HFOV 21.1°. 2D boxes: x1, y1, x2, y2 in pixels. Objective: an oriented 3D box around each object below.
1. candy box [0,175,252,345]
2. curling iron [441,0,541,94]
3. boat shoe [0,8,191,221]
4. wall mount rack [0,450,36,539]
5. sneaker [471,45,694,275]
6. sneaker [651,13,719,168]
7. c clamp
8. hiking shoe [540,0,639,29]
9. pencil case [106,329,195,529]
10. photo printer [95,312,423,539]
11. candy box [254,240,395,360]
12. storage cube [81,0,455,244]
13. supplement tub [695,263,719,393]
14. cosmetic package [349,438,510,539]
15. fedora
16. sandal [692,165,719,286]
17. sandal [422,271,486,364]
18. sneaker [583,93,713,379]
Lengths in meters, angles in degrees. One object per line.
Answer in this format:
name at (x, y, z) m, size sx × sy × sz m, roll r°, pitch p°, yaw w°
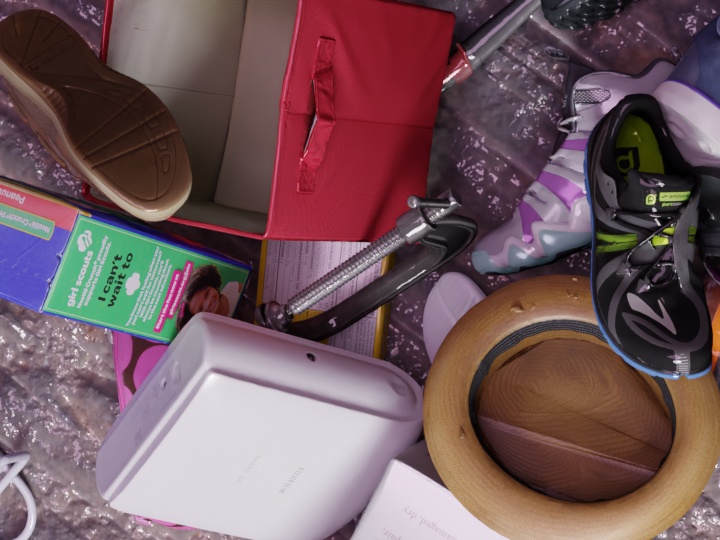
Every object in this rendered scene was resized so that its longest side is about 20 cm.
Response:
candy box at (-0.202, -0.011, 1.326) m, size 0.168 × 0.200 × 0.078 m, roll 20°, pitch 92°, yaw 33°
curling iron at (0.067, -0.159, 1.406) m, size 0.199 × 0.026 × 0.050 m, roll -34°, pitch 84°, yaw 16°
boat shoe at (-0.176, -0.095, 1.290) m, size 0.071 × 0.065 × 0.200 m, roll -28°, pitch 57°, yaw -22°
wall mount rack at (-0.361, 0.166, 1.538) m, size 0.200 × 0.075 × 0.174 m, roll 45°, pitch 105°, yaw 11°
sneaker at (0.150, -0.090, 1.365) m, size 0.199 × 0.078 × 0.141 m, roll -25°, pitch 84°, yaw 8°
sneaker at (0.305, -0.100, 1.285) m, size 0.200 × 0.081 × 0.146 m, roll 41°, pitch 73°, yaw 14°
c clamp at (0.000, 0.000, 1.337) m, size 0.200 × 0.171 × 0.027 m, roll -36°, pitch 74°, yaw 25°
hiking shoe at (0.192, -0.254, 1.346) m, size 0.200 × 0.074 × 0.087 m, roll -45°, pitch 70°, yaw 7°
pencil case at (-0.145, 0.096, 1.460) m, size 0.093 × 0.091 × 0.202 m, roll -7°, pitch 89°, yaw -17°
photo printer at (-0.063, 0.119, 1.358) m, size 0.167 × 0.199 × 0.070 m, roll -51°, pitch 37°, yaw 32°
candy box at (-0.032, 0.066, 1.452) m, size 0.101 × 0.026 × 0.202 m, roll 8°, pitch 96°, yaw 14°
storage cube at (-0.063, -0.117, 1.348) m, size 0.199 × 0.179 × 0.172 m, roll 13°, pitch 97°, yaw 38°
supplement tub at (0.281, 0.060, 1.311) m, size 0.199 × 0.107 × 0.108 m, roll 20°, pitch 99°, yaw 15°
cosmetic package at (0.067, 0.243, 1.359) m, size 0.166 × 0.167 × 0.201 m, roll 30°, pitch 102°, yaw 12°
fedora at (0.142, 0.102, 1.291) m, size 0.199 × 0.082 × 0.202 m, roll -4°, pitch 70°, yaw 10°
sandal at (0.268, -0.002, 1.246) m, size 0.048 × 0.076 × 0.200 m, roll -37°, pitch 56°, yaw -23°
sandal at (0.123, 0.087, 1.387) m, size 0.207 × 0.059 × 0.079 m, roll 52°, pitch 134°, yaw 16°
sneaker at (0.184, -0.024, 1.247) m, size 0.070 × 0.083 × 0.201 m, roll -4°, pitch 66°, yaw -7°
